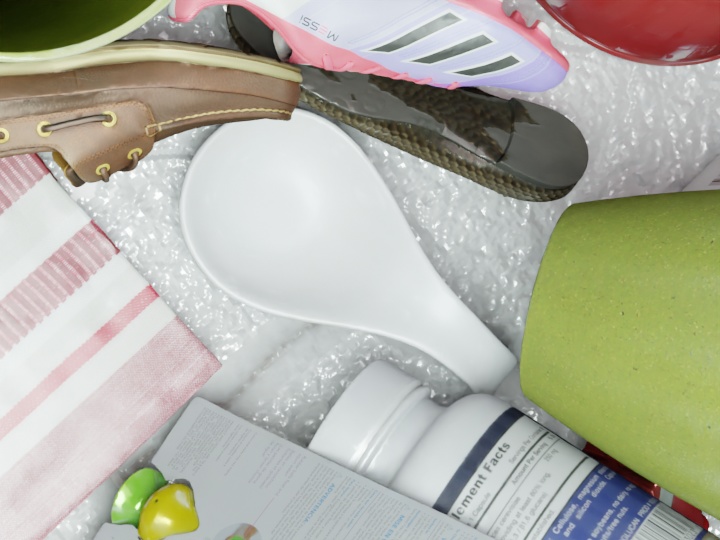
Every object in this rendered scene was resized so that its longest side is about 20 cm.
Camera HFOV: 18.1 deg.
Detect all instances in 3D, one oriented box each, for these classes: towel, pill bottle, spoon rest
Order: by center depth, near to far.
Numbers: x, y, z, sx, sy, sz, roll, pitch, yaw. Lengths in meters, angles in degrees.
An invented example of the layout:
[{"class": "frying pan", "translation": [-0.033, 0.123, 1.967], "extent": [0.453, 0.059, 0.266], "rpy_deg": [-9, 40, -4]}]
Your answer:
[{"class": "towel", "translation": [-0.181, 0.021, 1.072], "extent": [0.144, 0.023, 0.200], "rpy_deg": [-43, 101, -12]}, {"class": "pill bottle", "translation": [0.070, 0.128, 1.073], "extent": [0.200, 0.111, 0.111], "rpy_deg": [32, 79, 14]}, {"class": "spoon rest", "translation": [0.000, 0.000, 1.112], "extent": [0.200, 0.061, 0.099], "rpy_deg": [38, 79, -16]}]

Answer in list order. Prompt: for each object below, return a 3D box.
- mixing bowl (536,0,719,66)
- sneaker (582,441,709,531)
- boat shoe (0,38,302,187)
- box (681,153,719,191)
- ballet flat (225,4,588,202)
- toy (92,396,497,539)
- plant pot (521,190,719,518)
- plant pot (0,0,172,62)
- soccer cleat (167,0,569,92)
[{"class": "mixing bowl", "translation": [0.177, -0.208, 1.146], "extent": [0.200, 0.108, 0.201], "rpy_deg": [0, 89, -19]}, {"class": "sneaker", "translation": [0.165, 0.161, 1.171], "extent": [0.115, 0.078, 0.200], "rpy_deg": [9, 99, -27]}, {"class": "boat shoe", "translation": [-0.126, -0.072, 1.047], "extent": [0.200, 0.072, 0.068], "rpy_deg": [-2, 92, -15]}, {"class": "box", "translation": [0.263, 0.016, 1.180], "extent": [0.124, 0.097, 0.200], "rpy_deg": [-44, 103, -13]}, {"class": "ballet flat", "translation": [0.020, -0.085, 1.129], "extent": [0.200, 0.046, 0.068], "rpy_deg": [24, 63, -14]}, {"class": "toy", "translation": [-0.030, 0.145, 1.032], "extent": [0.115, 0.200, 0.047], "rpy_deg": [-55, 146, -18]}, {"class": "plant pot", "translation": [0.182, 0.037, 1.032], "extent": [0.200, 0.187, 0.188], "rpy_deg": [15, 85, 16]}, {"class": "plant pot", "translation": [-0.167, -0.175, 0.981], "extent": [0.187, 0.200, 0.188], "rpy_deg": [0, 90, -18]}, {"class": "soccer cleat", "translation": [0.004, -0.119, 1.081], "extent": [0.200, 0.067, 0.077], "rpy_deg": [23, 97, -20]}]
